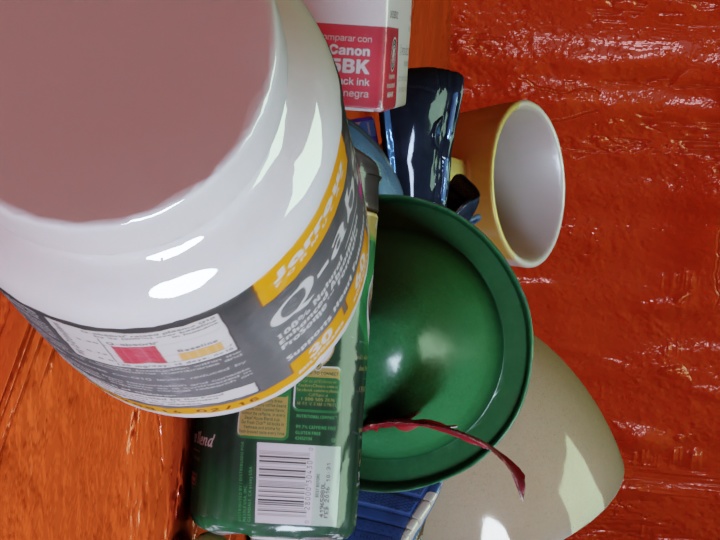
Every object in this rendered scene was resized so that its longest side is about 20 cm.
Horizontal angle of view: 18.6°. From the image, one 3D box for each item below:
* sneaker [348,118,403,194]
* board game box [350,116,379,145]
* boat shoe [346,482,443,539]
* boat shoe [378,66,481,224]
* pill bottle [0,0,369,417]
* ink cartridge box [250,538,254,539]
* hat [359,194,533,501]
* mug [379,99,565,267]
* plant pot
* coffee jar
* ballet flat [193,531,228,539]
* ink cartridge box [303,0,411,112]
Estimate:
[{"bbox_3d":[0.000,0.000,1.353,0.082,0.073,0.201,-77,150,-74],"label":"sneaker"},{"bbox_3d":[0.001,0.004,1.604,0.201,0.044,0.135,87,-5,-56],"label":"board game box"},{"bbox_3d":[0.005,0.170,1.397,0.073,0.072,0.201,96,12,-58],"label":"boat shoe"},{"bbox_3d":[0.054,-0.046,1.549,0.084,0.068,0.201,-101,-175,-55],"label":"boat shoe"},{"bbox_3d":[-0.059,-0.030,0.638,0.200,0.115,0.117,76,19,-75],"label":"pill bottle"},{"bbox_3d":[-0.036,0.088,1.427,0.200,0.040,0.202,-36,129,-84],"label":"ink cartridge box"},{"bbox_3d":[-0.004,0.047,1.147,0.176,0.199,0.167,-17,89,-68],"label":"hat"},{"bbox_3d":[0.081,-0.088,2.000,0.187,0.152,0.150,54,46,-44],"label":"mug"},{"bbox_3d":[0.070,0.103,1.517,0.200,0.199,0.135,-74,148,-69],"label":"plant pot"},{"bbox_3d":[-0.038,0.032,1.097,0.104,0.085,0.202,150,-55,-84],"label":"coffee jar"},{"bbox_3d":[-0.056,0.174,1.132,0.200,0.063,0.069,72,22,-76],"label":"ballet flat"},{"bbox_3d":[-0.013,-0.194,1.251,0.147,0.082,0.202,-45,139,-81],"label":"ink cartridge box"}]
